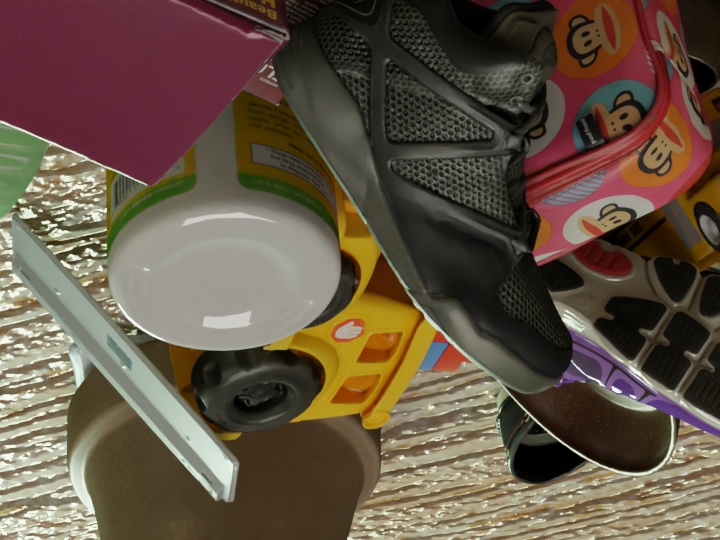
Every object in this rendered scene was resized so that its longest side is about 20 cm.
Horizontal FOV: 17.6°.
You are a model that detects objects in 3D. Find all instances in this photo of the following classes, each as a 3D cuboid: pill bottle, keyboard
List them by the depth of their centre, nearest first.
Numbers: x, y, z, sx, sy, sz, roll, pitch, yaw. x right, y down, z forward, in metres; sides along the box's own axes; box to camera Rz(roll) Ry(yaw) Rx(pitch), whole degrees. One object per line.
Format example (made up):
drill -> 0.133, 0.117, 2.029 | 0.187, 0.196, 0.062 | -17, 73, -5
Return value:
pill bottle -> -0.071, -0.070, 1.150 | 0.111, 0.200, 0.111 | -3, 142, -3
keyboard -> -0.136, 0.049, 1.318 | 0.011, 0.200, 0.056 | -34, 160, -29

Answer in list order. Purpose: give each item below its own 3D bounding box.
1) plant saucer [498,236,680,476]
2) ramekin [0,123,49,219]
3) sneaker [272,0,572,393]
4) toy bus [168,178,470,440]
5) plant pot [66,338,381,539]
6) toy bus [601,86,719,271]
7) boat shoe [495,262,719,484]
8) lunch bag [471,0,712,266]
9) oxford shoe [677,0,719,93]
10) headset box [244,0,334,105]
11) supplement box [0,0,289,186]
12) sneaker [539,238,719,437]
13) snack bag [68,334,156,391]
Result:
plant saucer -> 0.119, 0.028, 1.343 | 0.037, 0.200, 0.201 | -38, 148, -22
ramekin -> -0.209, -0.111, 1.091 | 0.098, 0.200, 0.200 | 10, 139, -31
sneaker -> 0.058, -0.044, 1.017 | 0.114, 0.076, 0.200 | -29, 99, 18
toy bus -> 0.000, 0.000, 1.307 | 0.192, 0.136, 0.200 | 5, 139, -22
plant pot -> -0.086, 0.161, 1.426 | 0.200, 0.175, 0.200 | 0, 142, 0
toy bus -> 0.181, -0.039, 1.253 | 0.065, 0.078, 0.200 | -29, 172, -15
boat shoe -> 0.163, 0.066, 1.463 | 0.074, 0.063, 0.201 | 25, 131, -30
lunch bag -> 0.070, -0.098, 1.136 | 0.176, 0.200, 0.082 | -26, 142, 22
oxford shoe -> 0.094, -0.105, 1.222 | 0.200, 0.085, 0.073 | -13, 143, 11
headset box -> -0.023, -0.185, 1.054 | 0.077, 0.149, 0.200 | 23, 132, -31
supplement box -> -0.116, -0.155, 0.975 | 0.131, 0.200, 0.103 | 24, 129, -30
sneaker -> 0.133, 0.033, 1.223 | 0.200, 0.081, 0.084 | 29, 146, 20
snack bag -> -0.088, 0.097, 1.500 | 0.200, 0.021, 0.189 | -2, 142, -5
